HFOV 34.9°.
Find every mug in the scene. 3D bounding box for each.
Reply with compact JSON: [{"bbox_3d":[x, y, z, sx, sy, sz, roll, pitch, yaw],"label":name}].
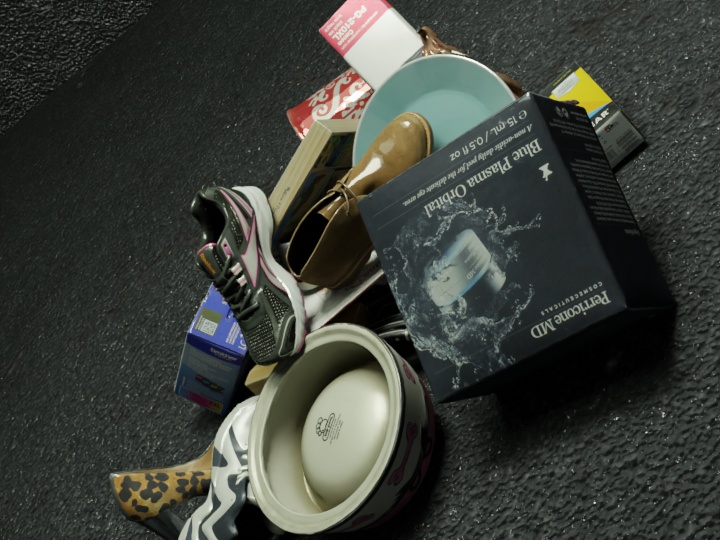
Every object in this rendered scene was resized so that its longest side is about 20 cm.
[{"bbox_3d":[0.030,-0.205,1.538,0.200,0.178,0.133,-38,-8,9],"label":"mug"}]

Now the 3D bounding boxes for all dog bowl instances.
[{"bbox_3d":[-0.014,0.155,1.080,0.199,0.074,0.202,-22,56,37],"label":"dog bowl"}]

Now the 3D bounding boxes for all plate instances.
[{"bbox_3d":[0.079,-0.109,1.117,0.199,0.025,0.202,1,92,35],"label":"plate"}]

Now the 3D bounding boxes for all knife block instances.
[{"bbox_3d":[-0.016,0.094,1.219,0.200,0.064,0.175,-45,25,-4],"label":"knife block"}]

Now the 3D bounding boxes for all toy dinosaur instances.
[{"bbox_3d":[0.125,-0.184,1.185,0.086,0.136,0.200,-50,34,-13],"label":"toy dinosaur"}]

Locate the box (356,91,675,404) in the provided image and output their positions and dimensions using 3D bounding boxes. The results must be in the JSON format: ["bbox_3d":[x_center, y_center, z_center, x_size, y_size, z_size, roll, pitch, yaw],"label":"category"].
[{"bbox_3d":[0.131,-0.016,0.996,0.196,0.117,0.201,-31,74,30],"label":"box"}]

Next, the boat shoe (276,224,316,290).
[{"bbox_3d":[-0.003,-0.064,1.205,0.200,0.063,0.073,-40,24,-4],"label":"boat shoe"}]

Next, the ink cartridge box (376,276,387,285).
[{"bbox_3d":[0.029,-0.035,1.380,0.199,0.047,0.161,6,55,38],"label":"ink cartridge box"}]

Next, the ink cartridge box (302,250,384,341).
[{"bbox_3d":[0.000,0.000,1.220,0.200,0.045,0.176,-40,24,-4],"label":"ink cartridge box"}]

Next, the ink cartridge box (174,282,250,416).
[{"bbox_3d":[-0.155,0.065,1.359,0.200,0.076,0.137,112,180,-56],"label":"ink cartridge box"}]

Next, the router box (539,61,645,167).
[{"bbox_3d":[0.189,-0.115,1.221,0.200,0.051,0.149,-42,27,13],"label":"router box"}]

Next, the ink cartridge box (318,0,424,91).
[{"bbox_3d":[0.060,-0.226,1.355,0.084,0.200,0.145,-44,-12,8],"label":"ink cartridge box"}]

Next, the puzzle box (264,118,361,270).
[{"bbox_3d":[-0.062,-0.074,1.237,0.201,0.025,0.133,-58,-14,19],"label":"puzzle box"}]

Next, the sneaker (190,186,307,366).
[{"bbox_3d":[-0.124,0.004,1.135,0.080,0.086,0.201,-39,61,31],"label":"sneaker"}]

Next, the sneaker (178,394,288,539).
[{"bbox_3d":[-0.104,0.221,1.171,0.129,0.079,0.200,-8,46,49],"label":"sneaker"}]

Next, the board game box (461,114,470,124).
[{"bbox_3d":[0.091,-0.129,1.222,0.030,0.096,0.200,-51,24,-14],"label":"board game box"}]

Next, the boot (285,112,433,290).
[{"bbox_3d":[0.000,-0.067,1.112,0.074,0.075,0.201,42,106,30],"label":"boot"}]

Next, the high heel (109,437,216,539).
[{"bbox_3d":[-0.183,0.196,1.246,0.071,0.142,0.201,-16,40,45],"label":"high heel"}]
